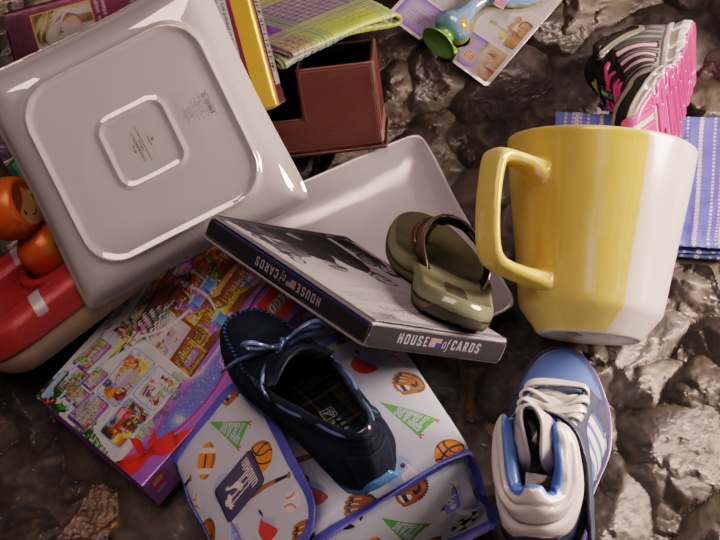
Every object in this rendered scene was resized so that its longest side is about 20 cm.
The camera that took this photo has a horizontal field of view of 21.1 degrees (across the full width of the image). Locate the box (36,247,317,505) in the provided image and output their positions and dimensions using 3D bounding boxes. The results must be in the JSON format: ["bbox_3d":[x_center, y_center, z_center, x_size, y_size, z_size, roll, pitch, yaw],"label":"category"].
[{"bbox_3d":[-0.145,0.070,1.543,0.137,0.039,0.200,34,76,33],"label":"box"}]

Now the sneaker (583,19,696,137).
[{"bbox_3d":[0.226,-0.152,1.615,0.087,0.074,0.200,1,31,20],"label":"sneaker"}]

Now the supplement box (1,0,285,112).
[{"bbox_3d":[-0.173,-0.170,1.565,0.198,0.103,0.132,-14,97,2],"label":"supplement box"}]

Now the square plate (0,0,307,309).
[{"bbox_3d":[-0.170,-0.101,1.501,0.197,0.028,0.201,-27,94,0],"label":"square plate"}]

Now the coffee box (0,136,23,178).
[{"bbox_3d":[-0.231,-0.153,1.675,0.200,0.044,0.123,-46,48,6],"label":"coffee box"}]

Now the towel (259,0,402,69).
[{"bbox_3d":[-0.076,-0.223,1.707,0.143,0.023,0.199,-27,33,-36],"label":"towel"}]

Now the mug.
[{"bbox_3d":[0.166,-0.025,1.505,0.185,0.149,0.154,6,82,-9],"label":"mug"}]

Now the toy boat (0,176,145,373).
[{"bbox_3d":[-0.257,-0.023,1.563,0.200,0.131,0.131,-38,30,-2],"label":"toy boat"}]

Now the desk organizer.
[{"bbox_3d":[-0.078,-0.142,1.661,0.198,0.078,0.072,-6,23,5],"label":"desk organizer"}]

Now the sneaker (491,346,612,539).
[{"bbox_3d":[0.142,0.115,1.422,0.080,0.147,0.201,3,57,11],"label":"sneaker"}]

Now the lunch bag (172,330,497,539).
[{"bbox_3d":[-0.027,0.152,1.439,0.199,0.124,0.170,-28,47,-5],"label":"lunch bag"}]

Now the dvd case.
[{"bbox_3d":[-0.004,0.013,1.464,0.200,0.150,0.025,34,107,43],"label":"dvd case"}]

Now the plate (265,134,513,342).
[{"bbox_3d":[0.000,0.000,1.594,0.199,0.032,0.200,-23,56,-7],"label":"plate"}]

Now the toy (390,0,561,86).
[{"bbox_3d":[0.128,-0.272,1.737,0.115,0.047,0.200,36,70,12],"label":"toy"}]

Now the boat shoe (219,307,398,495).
[{"bbox_3d":[-0.034,0.075,1.382,0.084,0.069,0.200,-35,47,-22],"label":"boat shoe"}]

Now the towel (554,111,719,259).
[{"bbox_3d":[0.254,-0.075,1.609,0.198,0.024,0.146,3,56,11],"label":"towel"}]

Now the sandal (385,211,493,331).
[{"bbox_3d":[0.071,-0.010,1.487,0.079,0.058,0.201,13,16,-13],"label":"sandal"}]
